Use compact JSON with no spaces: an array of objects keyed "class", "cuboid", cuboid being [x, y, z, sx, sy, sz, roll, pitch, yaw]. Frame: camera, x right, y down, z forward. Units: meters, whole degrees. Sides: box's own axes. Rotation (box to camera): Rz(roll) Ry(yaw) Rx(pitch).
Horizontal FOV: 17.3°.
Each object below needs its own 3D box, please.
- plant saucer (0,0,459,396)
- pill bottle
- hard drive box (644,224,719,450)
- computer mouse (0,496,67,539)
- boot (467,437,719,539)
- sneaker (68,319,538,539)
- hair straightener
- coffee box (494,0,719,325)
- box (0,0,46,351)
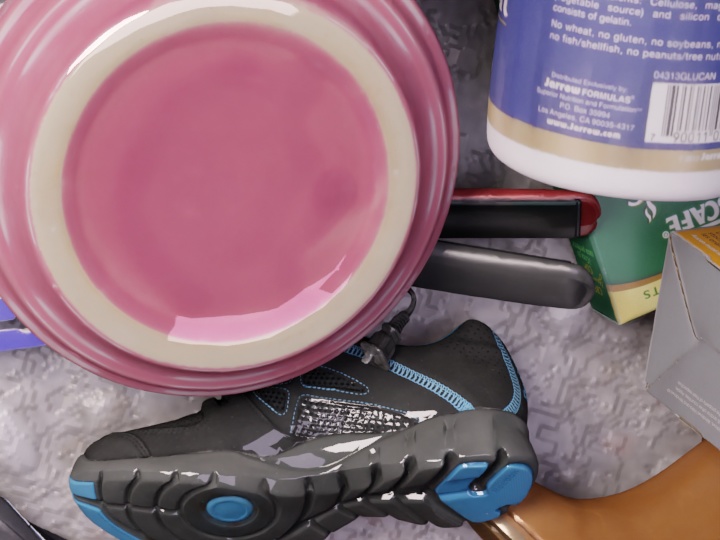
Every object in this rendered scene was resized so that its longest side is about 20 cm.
[{"class":"plant saucer","cuboid":[-0.055,-0.040,0.910,0.199,0.051,0.202,-4,110,-11]},{"class":"pill bottle","cuboid":[0.113,-0.137,0.918,0.110,0.111,0.202,2,109,-12]},{"class":"hard drive box","cuboid":[0.245,0.038,0.983,0.199,0.156,0.077,-7,117,-28]},{"class":"computer mouse","cuboid":[-0.196,0.141,0.989,0.140,0.046,0.200,-46,105,-3]},{"class":"boot","cuboid":[0.152,0.097,1.054,0.199,0.074,0.155,32,84,-14]},{"class":"sneaker","cuboid":[-0.025,0.073,1.012,0.198,0.082,0.073,-6,144,2]},{"class":"hair straightener","cuboid":[0.000,0.000,0.983,0.198,0.041,0.078,4,63,0]},{"class":"coffee box","cuboid":[0.131,-0.090,1.024,0.122,0.044,0.201,-20,103,-9]},{"class":"box","cuboid":[-0.149,-0.066,0.942,0.118,0.042,0.201,-7,114,6]}]
